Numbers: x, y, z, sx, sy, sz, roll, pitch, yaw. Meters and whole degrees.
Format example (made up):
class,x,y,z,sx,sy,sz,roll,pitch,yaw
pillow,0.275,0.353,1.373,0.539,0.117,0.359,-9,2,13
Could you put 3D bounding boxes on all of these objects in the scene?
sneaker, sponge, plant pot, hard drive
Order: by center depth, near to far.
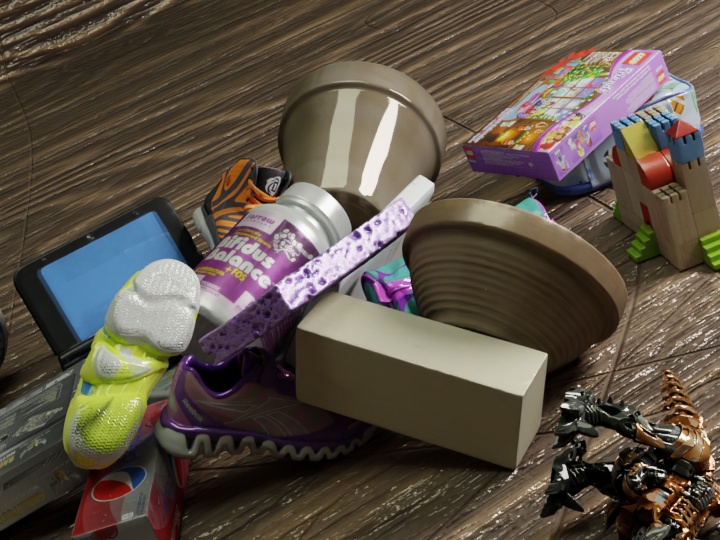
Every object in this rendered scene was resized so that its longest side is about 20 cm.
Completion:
class,x,y,z,sx,sy,sz,roll,pitch,yaw
plant pot,0.118,0.033,1.240,0.199,0.201,0.093,3,59,42
sponge,-0.042,0.008,1.248,0.111,0.030,0.200,-36,-1,42
sneaker,-0.078,0.110,1.256,0.197,0.090,0.081,1,20,-13
sneaker,-0.208,0.084,1.264,0.105,0.075,0.201,-41,19,58
hard drive,0.000,0.000,1.467,0.027,0.133,0.200,34,43,10
sneaker,-0.111,-0.053,1.560,0.113,0.077,0.200,-56,44,17
plant pot,-0.008,-0.104,1.642,0.198,0.201,0.175,-10,40,20

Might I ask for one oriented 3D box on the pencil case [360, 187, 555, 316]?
class,x,y,z,sx,sy,sz,roll,pitch,yaw
pencil case,0.103,0.000,1.414,0.198,0.086,0.093,-25,-16,-9

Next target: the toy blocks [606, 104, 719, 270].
class,x,y,z,sx,sy,sz,roll,pitch,yaw
toy blocks,0.288,-0.093,1.410,0.099,0.138,0.200,-21,22,-4

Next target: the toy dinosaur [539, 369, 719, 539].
class,x,y,z,sx,sy,sz,roll,pitch,yaw
toy dinosaur,0.203,0.144,1.035,0.134,0.104,0.200,12,16,12

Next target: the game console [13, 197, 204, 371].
class,x,y,z,sx,sy,sz,roll,pitch,yaw
game console,-0.239,0.024,1.546,0.199,0.118,0.175,-30,24,-22

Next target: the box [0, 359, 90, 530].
class,x,y,z,sx,sy,sz,roll,pitch,yaw
box,-0.331,0.181,1.359,0.199,0.049,0.159,-31,22,6

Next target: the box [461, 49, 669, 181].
class,x,y,z,sx,sy,sz,roll,pitch,yaw
box,0.223,-0.173,1.586,0.200,0.039,0.136,-41,30,-26

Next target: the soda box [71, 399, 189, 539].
class,x,y,z,sx,sy,sz,roll,pitch,yaw
soda box,-0.193,0.191,1.253,0.069,0.064,0.200,-17,22,6

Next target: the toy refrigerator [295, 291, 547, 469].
class,x,y,z,sx,sy,sz,roll,pitch,yaw
toy refrigerator,0.049,0.086,1.194,0.198,0.077,0.070,15,35,21

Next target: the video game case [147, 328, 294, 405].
class,x,y,z,sx,sy,sz,roll,pitch,yaw
video game case,-0.152,0.086,1.511,0.198,0.022,0.182,-5,27,31

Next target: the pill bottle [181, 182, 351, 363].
class,x,y,z,sx,sy,sz,roll,pitch,yaw
pill bottle,-0.096,0.006,1.432,0.111,0.113,0.200,3,42,43

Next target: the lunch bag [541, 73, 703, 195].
class,x,y,z,sx,sy,sz,roll,pitch,yaw
lunch bag,0.284,-0.162,1.654,0.198,0.076,0.160,-23,20,-5

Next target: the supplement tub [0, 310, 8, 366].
class,x,y,z,sx,sy,sz,roll,pitch,yaw
supplement tub,-0.478,0.106,1.570,0.143,0.146,0.201,-13,24,15
